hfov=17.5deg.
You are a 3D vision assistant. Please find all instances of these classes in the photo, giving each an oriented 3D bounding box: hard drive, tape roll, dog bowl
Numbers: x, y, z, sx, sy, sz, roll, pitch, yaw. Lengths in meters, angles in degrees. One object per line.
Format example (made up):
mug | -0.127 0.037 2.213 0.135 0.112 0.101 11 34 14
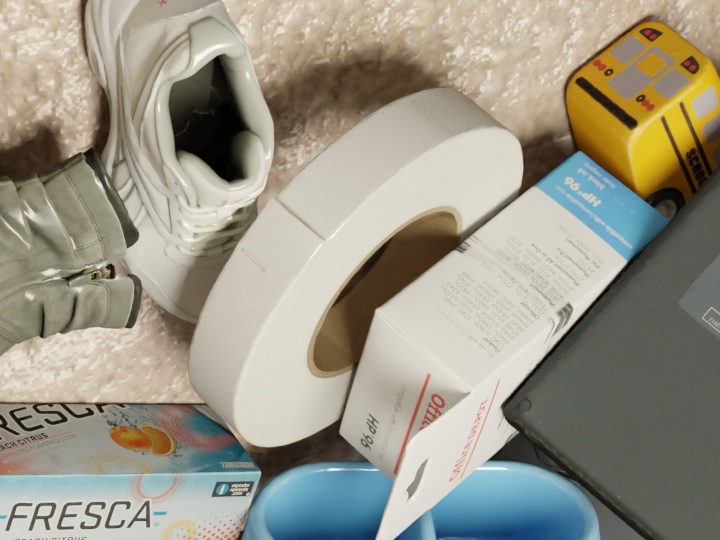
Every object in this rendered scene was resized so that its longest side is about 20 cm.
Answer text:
hard drive | 0.186 0.042 1.146 0.200 0.140 0.033 -47 163 -8
tape roll | 0.000 0.000 1.145 0.203 0.037 0.203 -41 158 -20
dog bowl | 0.032 0.144 1.211 0.200 0.111 0.050 1 123 -7

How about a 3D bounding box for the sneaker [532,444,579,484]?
sneaker | 0.177 0.068 1.211 0.200 0.071 0.083 -24 163 28

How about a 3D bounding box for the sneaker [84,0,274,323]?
sneaker | -0.077 -0.044 1.076 0.078 0.099 0.200 -22 131 -17

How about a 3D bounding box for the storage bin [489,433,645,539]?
storage bin | 0.101 0.192 1.305 0.134 0.200 0.146 -37 136 -22

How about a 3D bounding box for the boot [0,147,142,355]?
boot | -0.173 -0.030 1.044 0.131 0.068 0.200 -22 140 -9

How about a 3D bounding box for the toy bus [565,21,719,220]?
toy bus | 0.176 -0.037 1.268 0.078 0.065 0.200 -39 134 -6

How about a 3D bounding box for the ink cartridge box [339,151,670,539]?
ink cartridge box | 0.059 0.041 1.183 0.200 0.068 0.116 -38 158 -32

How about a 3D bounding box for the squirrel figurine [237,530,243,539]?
squirrel figurine | -0.033 0.231 1.259 0.142 0.200 0.187 -57 132 -49

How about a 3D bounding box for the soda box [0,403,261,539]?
soda box | -0.155 0.110 1.165 0.200 0.064 0.068 3 120 -35
